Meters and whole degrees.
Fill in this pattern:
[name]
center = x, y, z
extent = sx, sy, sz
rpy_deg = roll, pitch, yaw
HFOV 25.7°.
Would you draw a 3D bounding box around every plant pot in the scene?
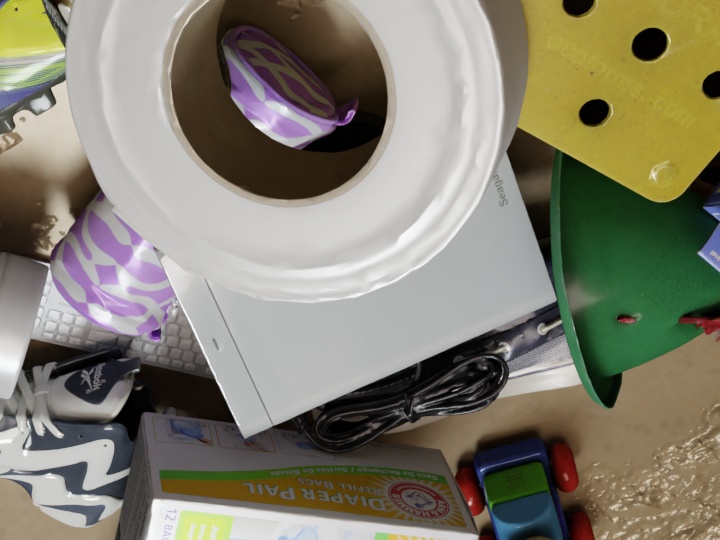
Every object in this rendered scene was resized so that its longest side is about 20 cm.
[plant pot]
center = 0.125, -0.153, 0.794
extent = 0.200, 0.177, 0.200
rpy_deg = 26, 120, -22

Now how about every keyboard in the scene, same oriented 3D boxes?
[keyboard]
center = -0.137, 0.034, 1.005
extent = 0.199, 0.011, 0.056
rpy_deg = 14, 123, -15

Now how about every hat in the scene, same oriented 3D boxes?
[hat]
center = 0.214, -0.007, 0.895
extent = 0.175, 0.166, 0.200
rpy_deg = -6, 164, 19

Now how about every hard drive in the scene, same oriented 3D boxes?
[hard drive]
center = 0.000, 0.000, 0.893
extent = 0.200, 0.027, 0.132
rpy_deg = -24, 117, -3

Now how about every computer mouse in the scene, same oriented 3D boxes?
[computer mouse]
center = -0.008, 0.010, 0.954
extent = 0.140, 0.046, 0.200
rpy_deg = -24, 102, 8

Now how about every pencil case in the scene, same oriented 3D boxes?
[pencil case]
center = -0.096, -0.045, 0.905
extent = 0.085, 0.084, 0.200
rpy_deg = 37, 115, -11

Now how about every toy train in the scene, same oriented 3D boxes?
[toy train]
center = 0.130, 0.225, 1.104
extent = 0.084, 0.116, 0.200
rpy_deg = -15, 126, 5

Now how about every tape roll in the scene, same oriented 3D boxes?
[tape roll]
center = -0.029, -0.089, 0.708
extent = 0.202, 0.071, 0.203
rpy_deg = 6, 114, 12

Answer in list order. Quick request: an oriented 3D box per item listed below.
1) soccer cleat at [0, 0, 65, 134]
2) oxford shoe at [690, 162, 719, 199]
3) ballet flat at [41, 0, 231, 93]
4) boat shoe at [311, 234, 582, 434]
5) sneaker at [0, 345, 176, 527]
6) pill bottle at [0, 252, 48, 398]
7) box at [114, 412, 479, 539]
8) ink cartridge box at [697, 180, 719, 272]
[soccer cleat]
center = -0.152, -0.150, 0.839
extent = 0.200, 0.065, 0.084
rpy_deg = -31, 117, 16
[oxford shoe]
center = 0.297, -0.055, 0.950
extent = 0.199, 0.071, 0.071
rpy_deg = -14, 121, 6
[ballet flat]
center = -0.139, -0.152, 0.780
extent = 0.072, 0.072, 0.201
rpy_deg = -35, 90, 19
[boat shoe]
center = 0.056, 0.037, 0.999
extent = 0.199, 0.075, 0.093
rpy_deg = -15, 111, 4
[sneaker]
center = -0.201, 0.079, 0.983
extent = 0.199, 0.080, 0.130
rpy_deg = 36, 119, -27
[pill bottle]
center = -0.286, 0.008, 0.902
extent = 0.199, 0.111, 0.111
rpy_deg = 18, 122, -13
[box]
center = -0.043, 0.168, 0.962
extent = 0.199, 0.101, 0.113
rpy_deg = 9, 111, -15
[ink cartridge box]
center = 0.277, -0.054, 0.889
extent = 0.119, 0.042, 0.200
rpy_deg = 38, 77, -12
